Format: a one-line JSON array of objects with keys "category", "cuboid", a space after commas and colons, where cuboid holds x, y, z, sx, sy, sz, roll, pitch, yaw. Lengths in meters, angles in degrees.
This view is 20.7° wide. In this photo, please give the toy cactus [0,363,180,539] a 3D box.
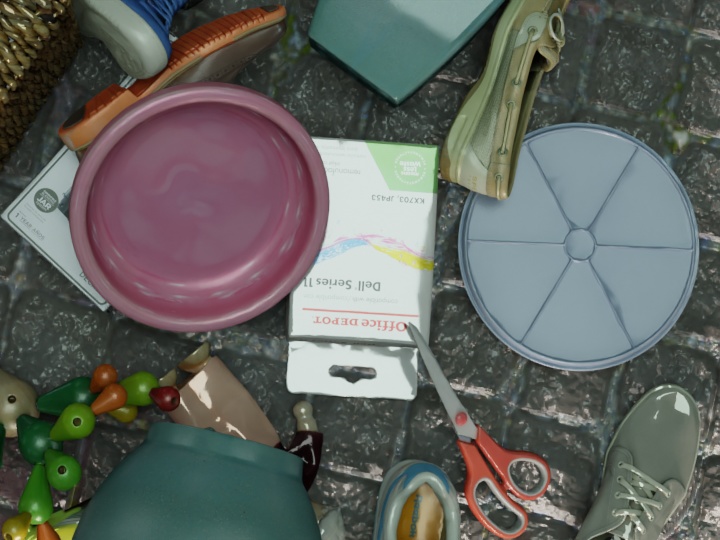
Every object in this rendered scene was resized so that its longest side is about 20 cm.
[{"category": "toy cactus", "cuboid": [-0.247, 0.126, 1.518, 0.200, 0.165, 0.103, -39, 131, -13]}]

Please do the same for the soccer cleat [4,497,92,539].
[{"category": "soccer cleat", "cuboid": [-0.219, 0.220, 1.546, 0.199, 0.065, 0.084, -27, 90, -6]}]

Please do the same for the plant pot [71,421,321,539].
[{"category": "plant pot", "cuboid": [-0.113, 0.188, 1.451, 0.198, 0.200, 0.136, 14, 80, -3]}]

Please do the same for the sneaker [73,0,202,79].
[{"category": "sneaker", "cuboid": [-0.161, -0.216, 1.526, 0.111, 0.200, 0.077, -34, 116, -10]}]

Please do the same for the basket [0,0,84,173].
[{"category": "basket", "cuboid": [-0.309, -0.168, 1.501, 0.142, 0.200, 0.150, 33, 85, -2]}]

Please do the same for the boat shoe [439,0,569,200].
[{"category": "boat shoe", "cuboid": [0.131, -0.154, 1.583, 0.063, 0.073, 0.202, 23, 76, 18]}]

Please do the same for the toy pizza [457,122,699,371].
[{"category": "toy pizza", "cuboid": [0.177, -0.019, 1.609, 0.198, 0.032, 0.203, 0, 85, -3]}]

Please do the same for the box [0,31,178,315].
[{"category": "box", "cuboid": [-0.176, -0.076, 1.574, 0.116, 0.060, 0.200, 41, 84, 0]}]

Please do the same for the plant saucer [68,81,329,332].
[{"category": "plant saucer", "cuboid": [-0.124, -0.052, 1.499, 0.198, 0.051, 0.202, -6, 118, -12]}]

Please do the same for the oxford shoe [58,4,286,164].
[{"category": "oxford shoe", "cuboid": [-0.133, -0.135, 1.526, 0.199, 0.071, 0.073, -33, 109, -2]}]

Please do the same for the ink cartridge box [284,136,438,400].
[{"category": "ink cartridge box", "cuboid": [0.000, 0.000, 1.576, 0.116, 0.067, 0.202, 3, 85, -4]}]

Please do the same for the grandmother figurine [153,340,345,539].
[{"category": "grandmother figurine", "cuboid": [-0.080, 0.151, 1.566, 0.121, 0.061, 0.201, -38, 92, -10]}]

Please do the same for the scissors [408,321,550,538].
[{"category": "scissors", "cuboid": [0.080, 0.131, 1.562, 0.073, 0.014, 0.200, -47, 115, -10]}]

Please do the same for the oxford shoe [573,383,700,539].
[{"category": "oxford shoe", "cuboid": [0.220, 0.185, 1.584, 0.075, 0.058, 0.201, 28, 82, 1]}]

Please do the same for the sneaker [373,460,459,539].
[{"category": "sneaker", "cuboid": [0.039, 0.251, 1.546, 0.076, 0.081, 0.202, 1, 87, -5]}]

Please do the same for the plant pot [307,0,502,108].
[{"category": "plant pot", "cuboid": [0.050, -0.238, 1.569, 0.141, 0.141, 0.201, 36, 91, 0]}]
